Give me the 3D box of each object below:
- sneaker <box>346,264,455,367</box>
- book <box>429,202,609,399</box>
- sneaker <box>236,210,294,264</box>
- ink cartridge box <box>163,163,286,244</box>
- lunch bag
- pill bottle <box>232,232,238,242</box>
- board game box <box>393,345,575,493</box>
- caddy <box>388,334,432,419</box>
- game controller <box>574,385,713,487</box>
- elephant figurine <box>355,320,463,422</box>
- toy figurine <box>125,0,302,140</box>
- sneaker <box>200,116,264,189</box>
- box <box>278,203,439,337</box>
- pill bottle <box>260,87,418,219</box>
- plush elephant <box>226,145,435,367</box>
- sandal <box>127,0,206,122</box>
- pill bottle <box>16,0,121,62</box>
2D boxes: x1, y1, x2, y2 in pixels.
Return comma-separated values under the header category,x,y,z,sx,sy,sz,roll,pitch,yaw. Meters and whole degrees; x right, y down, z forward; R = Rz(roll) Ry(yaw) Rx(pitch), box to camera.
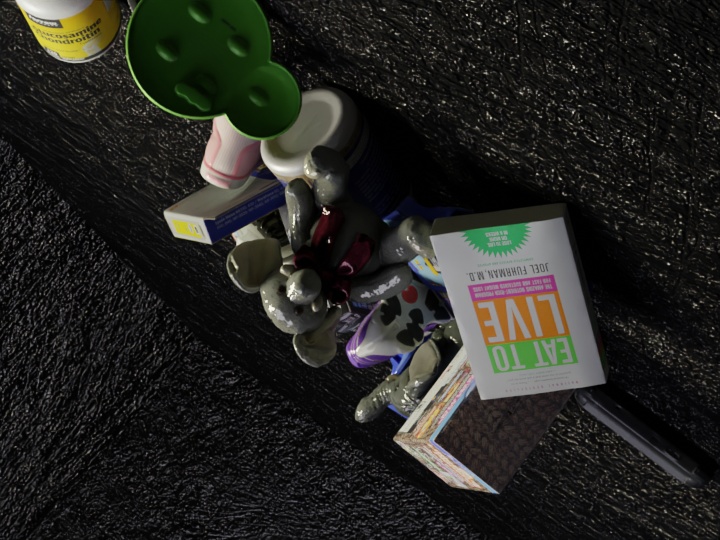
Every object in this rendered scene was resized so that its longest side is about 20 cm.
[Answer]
category,x,y,z,sx,sy,sz,roll,pitch,yaw
sneaker,0.039,0.049,1.666,0.081,0.083,0.200,56,-149,1
book,0.160,0.030,1.499,0.133,0.048,0.200,-7,122,22
sneaker,-0.108,-0.042,1.854,0.200,0.074,0.079,29,140,58
ink cartridge box,-0.114,-0.094,1.789,0.200,0.197,0.047,17,133,64
lunch bag,0.118,-0.013,1.597,0.200,0.094,0.151,40,167,-20
pill bottle,-0.101,-0.071,2.045,0.112,0.112,0.200,43,168,-17
board game box,0.142,0.164,1.763,0.097,0.160,0.200,39,169,-6
caddy,0.082,0.141,2.202,0.105,0.141,0.200,35,167,4
game controller,0.347,0.199,1.878,0.200,0.042,0.104,38,-177,10
elephant figurine,0.103,0.147,2.009,0.141,0.200,0.155,38,168,8
toy figurine,-0.149,-0.217,1.640,0.200,0.150,0.184,39,180,-3
sneaker,-0.131,-0.180,1.795,0.075,0.105,0.200,20,-152,-1
box,0.000,0.000,1.788,0.200,0.050,0.158,15,-129,-56
pill bottle,-0.012,-0.097,1.664,0.116,0.116,0.200,27,164,46
plush elephant,-0.042,-0.001,1.551,0.165,0.155,0.200,40,153,0
sandal,-0.211,-0.269,1.750,0.201,0.048,0.075,62,-164,-11
pill bottle,-0.360,-0.339,1.838,0.112,0.112,0.200,37,169,12
